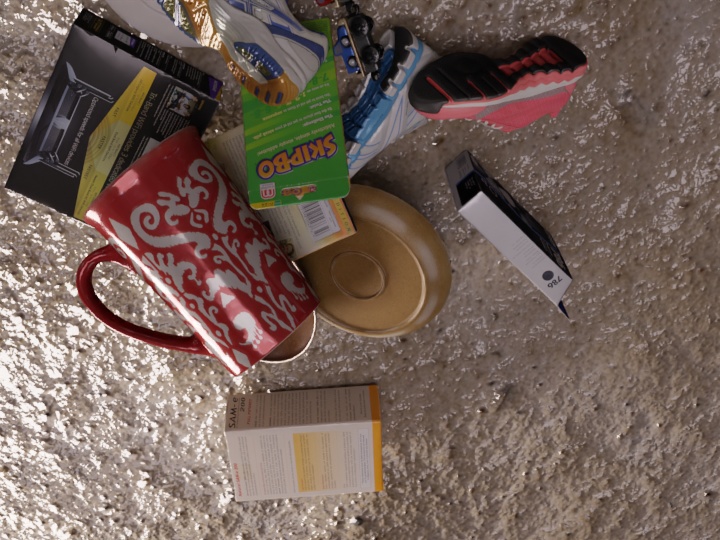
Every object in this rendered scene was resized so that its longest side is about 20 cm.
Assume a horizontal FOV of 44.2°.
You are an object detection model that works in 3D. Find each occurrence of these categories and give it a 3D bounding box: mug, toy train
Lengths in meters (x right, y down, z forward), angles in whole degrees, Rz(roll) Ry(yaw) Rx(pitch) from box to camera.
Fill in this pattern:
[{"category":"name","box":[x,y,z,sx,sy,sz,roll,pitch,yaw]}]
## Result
[{"category":"mug","box":[-0.153,-0.002,0.832,0.177,0.134,0.200,-37,96,34]},{"category":"toy train","box":[-0.028,-0.272,0.832,0.045,0.034,0.202,-16,107,21]}]

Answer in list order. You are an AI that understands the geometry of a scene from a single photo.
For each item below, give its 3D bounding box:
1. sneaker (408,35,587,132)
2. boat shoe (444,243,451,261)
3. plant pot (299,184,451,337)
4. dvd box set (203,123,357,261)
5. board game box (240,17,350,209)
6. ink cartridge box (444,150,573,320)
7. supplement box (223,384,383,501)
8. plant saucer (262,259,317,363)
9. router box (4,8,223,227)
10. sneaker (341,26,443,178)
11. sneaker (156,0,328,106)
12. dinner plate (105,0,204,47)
[{"category":"sneaker","box":[0.138,-0.168,0.886,0.198,0.074,0.087,-15,140,-21]},{"category":"boat shoe","box":[0.007,-0.018,1.003,0.197,0.068,0.073,11,125,-7]},{"category":"plant pot","box":[0.000,0.000,0.959,0.197,0.028,0.202,12,130,14]},{"category":"dvd box set","box":[-0.120,-0.065,0.891,0.198,0.029,0.148,-25,92,4]},{"category":"board game box","box":[-0.065,-0.149,0.846,0.094,0.203,0.030,-8,154,2]},{"category":"ink cartridge box","box":[0.175,-0.039,0.980,0.039,0.100,0.200,-39,118,19]},{"category":"supplement box","box":[-0.071,0.223,1.148,0.197,0.074,0.127,-3,123,-2]},{"category":"plant saucer","box":[-0.126,0.013,0.991,0.198,0.037,0.202,18,131,22]},{"category":"router box","box":[-0.255,-0.140,0.915,0.156,0.052,0.201,26,118,-19]},{"category":"sneaker","box":[0.022,-0.150,0.919,0.086,0.076,0.200,14,131,-36]},{"category":"sneaker","box":[-0.116,-0.248,0.826,0.200,0.088,0.075,46,152,-9]},{"category":"dinner plate","box":[-0.165,-0.305,0.833,0.197,0.024,0.203,-2,122,-3]}]
